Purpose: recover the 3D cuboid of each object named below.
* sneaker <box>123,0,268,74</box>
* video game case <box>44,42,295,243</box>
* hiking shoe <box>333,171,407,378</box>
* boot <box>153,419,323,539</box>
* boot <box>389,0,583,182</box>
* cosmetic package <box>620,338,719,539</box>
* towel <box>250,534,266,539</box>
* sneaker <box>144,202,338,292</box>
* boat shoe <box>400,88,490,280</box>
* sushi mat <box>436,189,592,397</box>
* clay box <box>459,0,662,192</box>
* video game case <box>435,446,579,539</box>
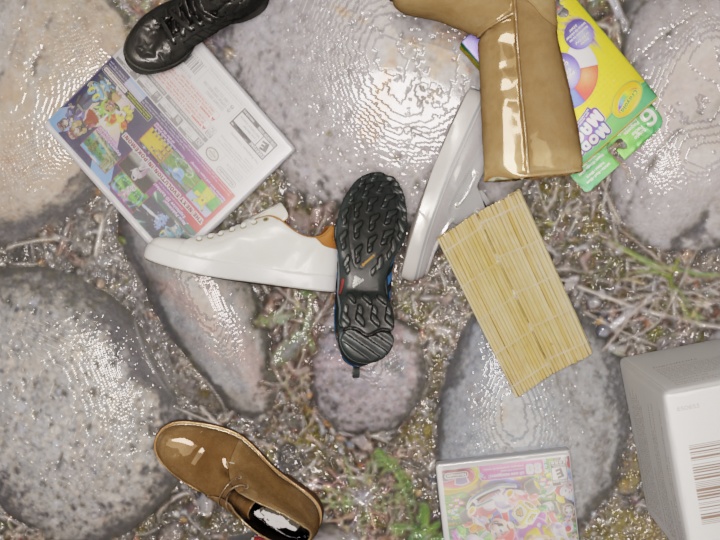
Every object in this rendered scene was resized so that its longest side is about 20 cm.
[{"bbox_3d":[-0.145,-0.265,0.997,0.198,0.104,0.061,-31,90,-11],"label":"sneaker"},{"bbox_3d":[-0.197,-0.138,1.063,0.182,0.023,0.200,-42,92,4],"label":"video game case"},{"bbox_3d":[0.000,0.000,1.037,0.073,0.087,0.203,11,71,-9],"label":"hiking shoe"},{"bbox_3d":[-0.128,0.219,1.058,0.198,0.075,0.074,30,97,2],"label":"boot"},{"bbox_3d":[0.119,-0.185,0.975,0.172,0.066,0.204,-6,93,3],"label":"boot"},{"bbox_3d":[0.355,0.162,0.967,0.163,0.200,0.170,-12,94,4],"label":"cosmetic package"},{"bbox_3d":[-0.083,0.397,1.094,0.142,0.023,0.203,20,94,0],"label":"towel"},{"bbox_3d":[-0.118,-0.030,1.043,0.196,0.073,0.086,7,90,-12],"label":"sneaker"},{"bbox_3d":[0.099,-0.079,1.034,0.068,0.072,0.203,22,86,1],"label":"boat shoe"},{"bbox_3d":[0.157,0.025,1.032,0.095,0.012,0.202,-27,110,3],"label":"sushi mat"},{"bbox_3d":[0.205,-0.189,1.026,0.115,0.048,0.200,-41,90,5],"label":"clay box"},{"bbox_3d":[0.159,0.294,1.077,0.141,0.018,0.204,-7,94,3],"label":"video game case"}]
